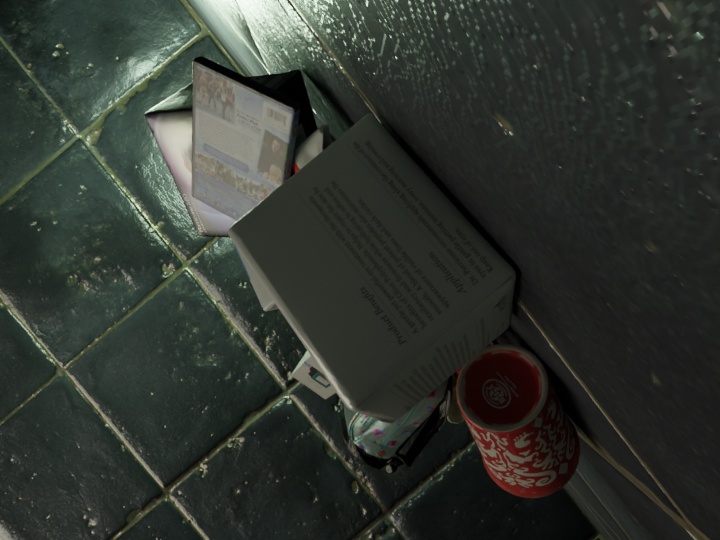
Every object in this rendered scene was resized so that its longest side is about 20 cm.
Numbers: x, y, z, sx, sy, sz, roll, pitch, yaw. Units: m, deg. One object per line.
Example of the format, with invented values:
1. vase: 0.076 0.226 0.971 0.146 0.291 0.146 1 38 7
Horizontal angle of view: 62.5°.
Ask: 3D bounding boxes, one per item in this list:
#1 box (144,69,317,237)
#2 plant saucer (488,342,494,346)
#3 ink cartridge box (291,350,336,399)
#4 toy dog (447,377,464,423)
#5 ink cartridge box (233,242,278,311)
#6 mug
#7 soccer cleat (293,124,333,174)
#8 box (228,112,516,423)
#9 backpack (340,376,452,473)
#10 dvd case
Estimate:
1. box: -0.163 -0.156 0.840 0.196 0.124 0.202 4 128 30
2. plant saucer: 0.090 0.035 0.766 0.199 0.037 0.201 30 169 6
3. ink cartridge box: -0.020 0.098 0.815 0.067 0.117 0.200 35 153 -2
4. toy dog: 0.159 0.140 1.064 0.195 0.138 0.200 60 178 -28
5. ink cartridge box: -0.121 -0.017 1.129 0.199 0.086 0.148 -10 -113 -52
6. mug: 0.177 0.184 0.752 0.175 0.135 0.201 10 151 32
7. soccer cleat: 0.009 -0.099 0.732 0.199 0.085 0.069 34 -139 -11
8. box: 0.021 0.012 0.568 0.200 0.171 0.200 51 178 22
9. backpack: 0.048 0.173 0.856 0.125 0.201 0.169 17 -138 -22
10. dvd case: -0.149 -0.144 0.738 0.141 0.018 0.202 28 134 12
